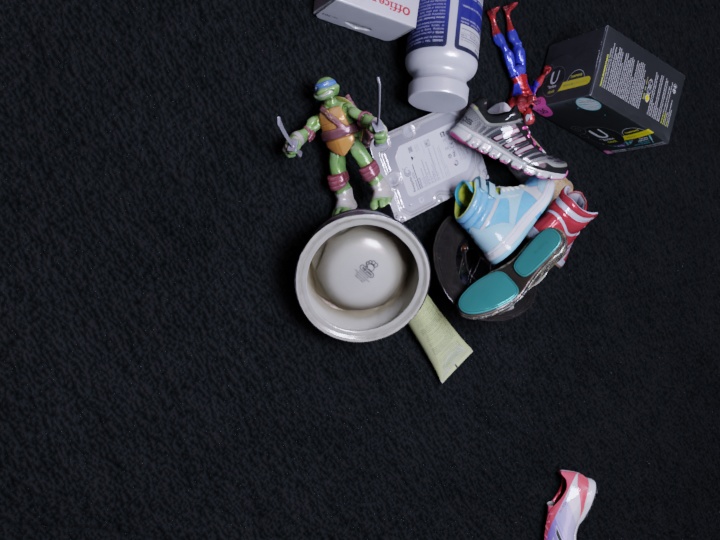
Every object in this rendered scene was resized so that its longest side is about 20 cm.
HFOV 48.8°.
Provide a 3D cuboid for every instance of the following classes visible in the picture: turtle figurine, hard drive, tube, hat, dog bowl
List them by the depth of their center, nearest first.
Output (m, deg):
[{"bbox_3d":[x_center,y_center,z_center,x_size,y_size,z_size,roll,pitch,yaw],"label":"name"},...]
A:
[{"bbox_3d":[-0.032,-0.168,1.132,0.142,0.200,0.197,-26,112,-9],"label":"turtle figurine"},{"bbox_3d":[0.000,0.000,1.161,0.196,0.074,0.204,-2,114,-5],"label":"dog bowl"},{"bbox_3d":[0.106,-0.175,1.273,0.198,0.038,0.142,-26,103,-24],"label":"hard drive"},{"bbox_3d":[0.107,0.085,1.277,0.201,0.057,0.052,54,25,-21],"label":"tube"},{"bbox_3d":[0.189,0.003,1.290,0.197,0.081,0.204,9,67,-22],"label":"hat"}]

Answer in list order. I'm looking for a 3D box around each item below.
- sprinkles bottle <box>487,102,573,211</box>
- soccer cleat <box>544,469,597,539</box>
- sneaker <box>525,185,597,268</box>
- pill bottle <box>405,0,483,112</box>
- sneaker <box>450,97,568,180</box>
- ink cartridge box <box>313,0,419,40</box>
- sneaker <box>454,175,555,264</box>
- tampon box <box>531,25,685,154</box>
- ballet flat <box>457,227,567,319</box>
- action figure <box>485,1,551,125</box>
[{"bbox_3d":[0.279,-0.191,1.346,0.200,0.068,0.069,44,72,-22],"label":"sprinkles bottle"},{"bbox_3d":[0.353,0.456,1.411,0.072,0.068,0.203,24,84,-2],"label":"soccer cleat"},{"bbox_3d":[0.338,-0.072,1.313,0.071,0.200,0.113,44,101,17],"label":"sneaker"},{"bbox_3d":[0.128,-0.357,1.226,0.114,0.115,0.204,11,81,-27],"label":"pill bottle"},{"bbox_3d":[0.245,-0.210,1.246,0.197,0.074,0.089,25,103,-1],"label":"sneaker"},{"bbox_3d":[0.019,-0.472,1.193,0.144,0.085,0.204,9,86,-27],"label":"ink cartridge box"},{"bbox_3d":[0.224,-0.120,1.261,0.130,0.079,0.201,43,56,-5],"label":"sneaker"},{"bbox_3d":[0.429,-0.306,1.375,0.197,0.149,0.129,21,81,-26],"label":"tampon box"},{"bbox_3d":[0.238,0.017,1.209,0.199,0.068,0.075,-40,146,2],"label":"ballet flat"},{"bbox_3d":[0.275,-0.346,1.327,0.064,0.099,0.204,-20,103,-24],"label":"action figure"}]
